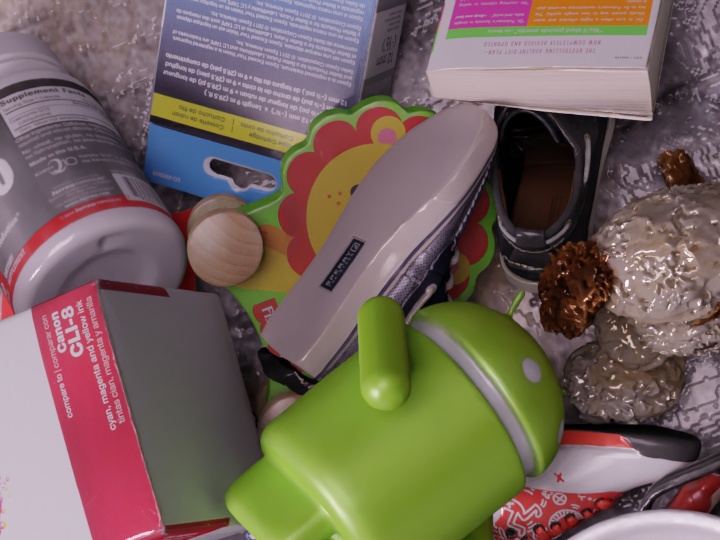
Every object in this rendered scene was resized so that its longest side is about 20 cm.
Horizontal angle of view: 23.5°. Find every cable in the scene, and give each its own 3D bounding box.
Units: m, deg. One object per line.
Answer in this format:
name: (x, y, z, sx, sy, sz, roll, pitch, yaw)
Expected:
cable: (0.224, 0.101, 0.986, 0.097, 0.050, 0.200, 18, 120, -1)

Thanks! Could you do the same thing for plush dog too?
plush dog: (0.192, -0.003, 0.984, 0.200, 0.172, 0.161, -13, 82, 16)

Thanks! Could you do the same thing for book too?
book: (0.124, -0.187, 1.043, 0.133, 0.048, 0.200, 6, 59, 18)

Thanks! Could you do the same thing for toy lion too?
toy lion: (0.000, 0.000, 1.078, 0.191, 0.069, 0.200, -20, 103, 0)

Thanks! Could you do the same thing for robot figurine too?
robot figurine: (0.027, 0.096, 0.951, 0.200, 0.176, 0.116, -36, 35, -15)

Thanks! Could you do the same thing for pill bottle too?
pill bottle: (-0.201, -0.055, 1.109, 0.114, 0.114, 0.200, -42, 55, 9)

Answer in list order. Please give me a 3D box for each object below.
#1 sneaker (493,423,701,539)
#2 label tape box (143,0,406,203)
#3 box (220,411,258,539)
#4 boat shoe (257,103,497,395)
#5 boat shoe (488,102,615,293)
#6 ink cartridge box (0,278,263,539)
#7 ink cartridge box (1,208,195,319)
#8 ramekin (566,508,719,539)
sneaker: (0.108, 0.149, 1.053, 0.201, 0.067, 0.108, -3, 87, 18)
label tape box: (-0.053, -0.140, 1.117, 0.143, 0.066, 0.200, 16, 111, 17)
box: (-0.100, 0.210, 1.116, 0.200, 0.050, 0.199, -45, 75, 8)
boat shoe: (0.030, 0.002, 1.030, 0.200, 0.093, 0.075, -51, 36, -3)
boat shoe: (0.113, -0.089, 1.047, 0.072, 0.068, 0.200, -4, 60, 19)
ink cartridge box: (-0.178, 0.108, 0.996, 0.200, 0.145, 0.145, -22, 78, 20)
ink cartridge box: (-0.182, 0.062, 1.124, 0.161, 0.050, 0.200, -10, 73, 23)
ramekin: (0.178, 0.231, 0.936, 0.200, 0.098, 0.201, -4, 80, 23)
